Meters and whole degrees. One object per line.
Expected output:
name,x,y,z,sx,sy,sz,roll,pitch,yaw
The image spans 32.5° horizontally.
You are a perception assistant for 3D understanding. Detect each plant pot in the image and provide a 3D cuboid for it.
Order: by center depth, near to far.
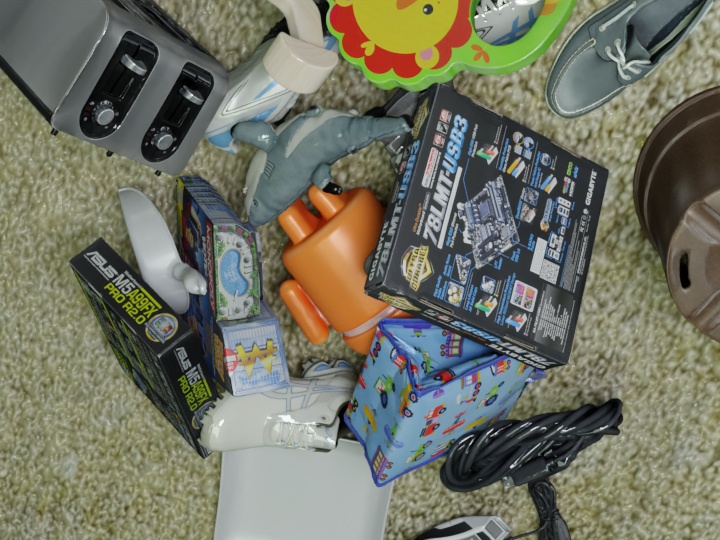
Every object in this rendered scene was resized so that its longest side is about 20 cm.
plant pot,0.339,-0.041,1.084,0.197,0.199,0.203,5,114,11

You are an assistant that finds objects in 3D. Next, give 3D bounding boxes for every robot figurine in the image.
robot figurine,0.001,-0.001,1.222,0.201,0.144,0.116,52,151,-12

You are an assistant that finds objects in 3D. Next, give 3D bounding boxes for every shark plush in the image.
shark plush,-0.028,-0.103,1.140,0.198,0.091,0.084,-12,72,25

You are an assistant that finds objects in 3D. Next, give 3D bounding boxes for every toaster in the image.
toaster,-0.240,-0.198,1.129,0.200,0.180,0.119,44,102,31

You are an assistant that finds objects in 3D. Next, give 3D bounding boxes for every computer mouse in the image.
computer mouse,0.132,0.297,1.364,0.198,0.044,0.111,-19,112,14

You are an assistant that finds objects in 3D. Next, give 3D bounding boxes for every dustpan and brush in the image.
dustpan and brush,-0.194,-0.004,1.242,0.057,0.200,0.141,-17,110,-10

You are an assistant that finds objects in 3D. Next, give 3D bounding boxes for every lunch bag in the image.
lunch bag,0.102,0.115,1.216,0.198,0.095,0.152,-9,141,-27

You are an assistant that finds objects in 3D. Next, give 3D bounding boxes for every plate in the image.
plate,-0.063,0.259,1.395,0.197,0.032,0.202,11,115,7

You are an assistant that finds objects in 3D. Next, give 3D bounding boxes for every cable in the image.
cable,0.174,0.170,1.244,0.199,0.162,0.051,-31,61,32

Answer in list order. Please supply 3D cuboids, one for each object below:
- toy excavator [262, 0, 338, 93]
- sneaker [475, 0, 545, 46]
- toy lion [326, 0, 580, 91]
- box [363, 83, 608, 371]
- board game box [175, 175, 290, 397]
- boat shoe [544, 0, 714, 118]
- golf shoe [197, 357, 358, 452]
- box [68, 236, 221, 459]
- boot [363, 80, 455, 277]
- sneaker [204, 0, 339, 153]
toy excavator,-0.088,-0.270,1.089,0.199,0.196,0.100,33,133,-10
sneaker,0.099,-0.232,1.119,0.198,0.072,0.073,-20,79,21
toy lion,0.075,-0.236,1.068,0.199,0.069,0.193,33,93,14
box,0.119,-0.038,1.119,0.197,0.202,0.050,22,161,-19
board game box,-0.127,0.029,1.218,0.061,0.200,0.203,-9,115,-20
boat shoe,0.242,-0.208,1.109,0.073,0.062,0.200,45,115,-9
golf shoe,-0.067,0.149,1.257,0.097,0.198,0.079,39,133,39
box,-0.209,0.082,1.251,0.160,0.044,0.201,41,158,32
boot,0.042,-0.090,1.154,0.132,0.200,0.070,52,149,-13
sneaker,-0.074,-0.187,1.183,0.199,0.072,0.072,-33,126,21
